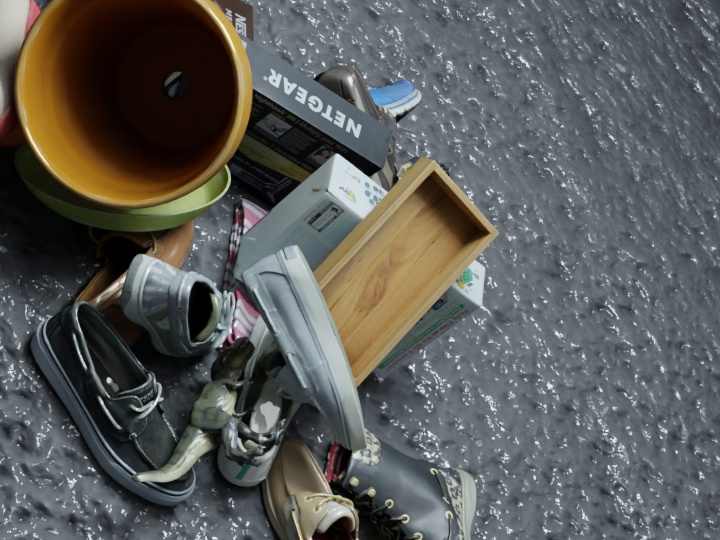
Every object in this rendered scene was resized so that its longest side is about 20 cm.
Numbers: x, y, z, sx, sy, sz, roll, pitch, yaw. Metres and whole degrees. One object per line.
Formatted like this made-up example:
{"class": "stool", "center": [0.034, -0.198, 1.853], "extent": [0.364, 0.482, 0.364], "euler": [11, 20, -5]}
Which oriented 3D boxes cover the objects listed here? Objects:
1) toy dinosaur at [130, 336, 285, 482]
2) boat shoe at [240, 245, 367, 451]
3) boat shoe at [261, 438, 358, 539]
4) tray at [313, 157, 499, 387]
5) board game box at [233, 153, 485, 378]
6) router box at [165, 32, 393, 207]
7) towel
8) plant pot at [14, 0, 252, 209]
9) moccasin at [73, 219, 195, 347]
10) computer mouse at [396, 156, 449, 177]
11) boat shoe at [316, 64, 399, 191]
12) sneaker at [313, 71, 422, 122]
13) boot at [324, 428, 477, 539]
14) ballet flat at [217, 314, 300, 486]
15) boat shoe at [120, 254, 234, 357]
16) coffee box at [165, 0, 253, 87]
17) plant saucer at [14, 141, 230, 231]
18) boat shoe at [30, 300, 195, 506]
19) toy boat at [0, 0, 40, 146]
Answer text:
{"class": "toy dinosaur", "center": [-0.118, 0.138, 1.514], "extent": [0.088, 0.048, 0.200], "euler": [20, 38, 9]}
{"class": "boat shoe", "center": [-0.052, 0.077, 1.556], "extent": [0.070, 0.071, 0.202], "euler": [-102, 172, -72]}
{"class": "boat shoe", "center": [-0.032, 0.237, 1.587], "extent": [0.074, 0.069, 0.201], "euler": [2, 57, -42]}
{"class": "tray", "center": [0.026, 0.001, 1.620], "extent": [0.200, 0.037, 0.099], "euler": [-47, 112, -7]}
{"class": "board game box", "center": [0.000, 0.000, 1.702], "extent": [0.200, 0.147, 0.064], "euler": [37, 36, -22]}
{"class": "router box", "center": [-0.093, -0.141, 1.748], "extent": [0.200, 0.157, 0.052], "euler": [31, 56, -25]}
{"class": "towel", "center": [-0.069, 0.029, 1.745], "extent": [0.146, 0.030, 0.201], "euler": [29, 44, -27]}
{"class": "plant pot", "center": [-0.185, -0.164, 1.555], "extent": [0.200, 0.200, 0.183], "euler": [50, 11, -1]}
{"class": "moccasin", "center": [-0.212, -0.014, 1.607], "extent": [0.078, 0.073, 0.202], "euler": [52, 44, -27]}
{"class": "computer mouse", "center": [0.055, -0.042, 1.856], "extent": [0.200, 0.046, 0.141], "euler": [-31, 119, -51]}
{"class": "boat shoe", "center": [-0.003, -0.143, 1.831], "extent": [0.074, 0.200, 0.073], "euler": [18, 52, 24]}
{"class": "sneaker", "center": [-0.007, -0.189, 1.939], "extent": [0.200, 0.078, 0.089], "euler": [-25, 81, -50]}
{"class": "boot", "center": [0.035, 0.247, 1.647], "extent": [0.153, 0.073, 0.204], "euler": [30, 39, -21]}
{"class": "ballet flat", "center": [-0.079, 0.105, 1.613], "extent": [0.069, 0.069, 0.201], "euler": [32, 56, -22]}
{"class": "boat shoe", "center": [-0.153, 0.037, 1.562], "extent": [0.202, 0.064, 0.075], "euler": [55, 50, -68]}
{"class": "coffee box", "center": [-0.211, -0.250, 1.783], "extent": [0.199, 0.080, 0.115], "euler": [21, 48, -32]}
{"class": "plant saucer", "center": [-0.221, -0.084, 1.616], "extent": [0.199, 0.031, 0.200], "euler": [7, 27, -4]}
{"class": "boat shoe", "center": [-0.207, 0.116, 1.508], "extent": [0.200, 0.071, 0.072], "euler": [50, 38, -4]}
{"class": "toy boat", "center": [-0.341, -0.164, 1.579], "extent": [0.131, 0.130, 0.201], "euler": [56, 26, -47]}
